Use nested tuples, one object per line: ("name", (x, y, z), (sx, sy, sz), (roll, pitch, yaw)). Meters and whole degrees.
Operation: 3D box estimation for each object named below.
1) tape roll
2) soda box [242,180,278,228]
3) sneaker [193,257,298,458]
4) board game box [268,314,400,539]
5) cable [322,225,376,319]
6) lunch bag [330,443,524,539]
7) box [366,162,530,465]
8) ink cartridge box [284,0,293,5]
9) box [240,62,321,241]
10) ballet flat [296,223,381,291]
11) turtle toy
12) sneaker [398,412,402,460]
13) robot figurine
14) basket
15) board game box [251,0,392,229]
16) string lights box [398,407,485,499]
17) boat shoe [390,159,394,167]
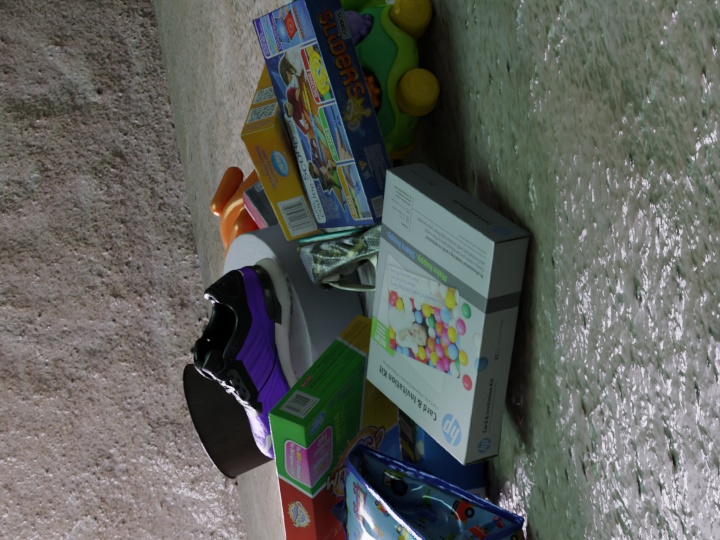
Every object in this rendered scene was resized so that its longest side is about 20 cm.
("tape roll", (-0.069, 0.053, 1.571), (0.200, 0.066, 0.202), (39, 136, 50))
("soda box", (-0.047, -0.018, 1.687), (0.201, 0.070, 0.063), (55, 169, 5))
("sneaker", (-0.117, 0.094, 1.494), (0.069, 0.099, 0.202), (13, 114, 51))
("board game box", (-0.020, 0.166, 1.444), (0.040, 0.153, 0.201), (19, 134, 27))
("cable", (0.000, 0.000, 1.556), (0.200, 0.069, 0.201), (50, 144, 38))
("lunch bag", (0.042, 0.257, 1.358), (0.199, 0.094, 0.152), (27, 129, 41))
("box", (0.068, 0.034, 1.266), (0.156, 0.041, 0.202), (39, 132, 48))
("ink cartridge box", (-0.054, -0.273, 1.780), (0.104, 0.059, 0.201), (99, 160, -54))
("box", (-0.063, -0.133, 1.496), (0.201, 0.041, 0.120), (-77, -31, -55))
("ballet flat", (0.023, -0.019, 1.412), (0.199, 0.072, 0.073), (-17, 79, 45))
("turtle toy", (0.007, -0.199, 1.420), (0.146, 0.100, 0.202), (117, 149, -70))
("sneaker", (0.045, 0.186, 1.589), (0.202, 0.072, 0.071), (70, 156, 16))
("robot figurine", (-0.097, -0.072, 1.838), (0.117, 0.143, 0.200), (67, -150, -23))
("basket", (-0.081, 0.141, 1.761), (0.180, 0.198, 0.137), (57, -166, -68))
("board game box", (-0.030, -0.138, 1.351), (0.135, 0.034, 0.202), (1, 110, 67))
("string lights box", (0.071, 0.116, 1.411), (0.103, 0.058, 0.202), (-139, 43, -75))
("boat shoe", (-0.007, -0.167, 1.604), (0.072, 0.064, 0.202), (121, 141, -72))
